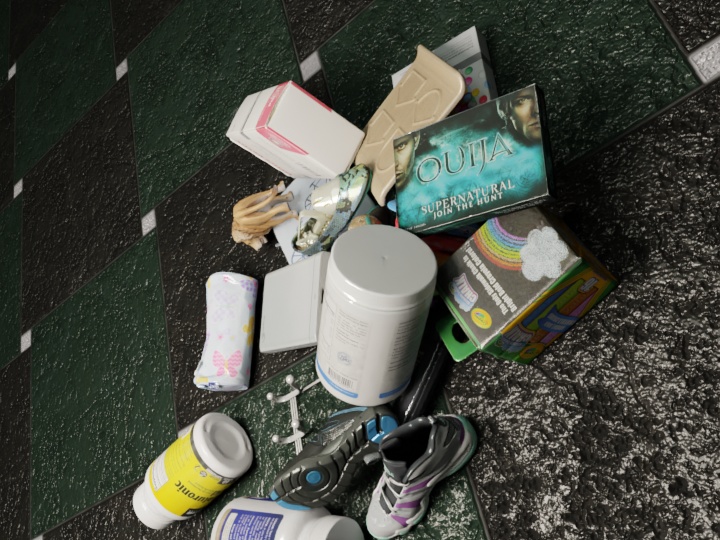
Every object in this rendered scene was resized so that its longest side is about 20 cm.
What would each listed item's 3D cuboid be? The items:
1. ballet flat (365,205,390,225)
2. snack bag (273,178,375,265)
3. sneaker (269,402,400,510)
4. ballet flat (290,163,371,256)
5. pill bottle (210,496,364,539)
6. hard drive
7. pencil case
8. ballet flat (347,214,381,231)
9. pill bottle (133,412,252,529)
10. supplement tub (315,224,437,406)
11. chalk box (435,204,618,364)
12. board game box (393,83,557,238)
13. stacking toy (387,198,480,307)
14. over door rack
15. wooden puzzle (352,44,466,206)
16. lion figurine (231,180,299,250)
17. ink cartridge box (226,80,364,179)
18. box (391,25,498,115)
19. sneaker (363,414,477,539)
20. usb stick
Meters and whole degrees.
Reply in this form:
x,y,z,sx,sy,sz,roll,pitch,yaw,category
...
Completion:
x,y,z,sx,sy,sz,roll,pitch,yaw,category
0.000,0.000,1.048,0.068,0.068,0.201,47,117,29,ballet flat
-0.072,-0.096,1.166,0.189,0.021,0.201,-45,49,18,snack bag
-0.034,0.239,0.928,0.199,0.073,0.082,-37,23,5,sneaker
-0.051,-0.083,1.025,0.200,0.074,0.075,-57,43,45,ballet flat
-0.098,0.376,0.957,0.199,0.119,0.121,-9,69,38,pill bottle
-0.102,0.054,1.085,0.200,0.027,0.133,-19,65,58,hard drive
-0.224,0.104,1.180,0.090,0.083,0.202,-1,72,16,pencil case
0.008,0.025,0.977,0.065,0.070,0.202,-116,21,-76,ballet flat
-0.274,0.328,1.127,0.200,0.111,0.112,-43,53,21,pill bottle
0.016,0.059,0.868,0.132,0.131,0.201,53,146,38,supplement tub
0.179,0.027,0.846,0.200,0.124,0.125,-45,52,20,chalk box
0.128,-0.123,0.830,0.199,0.028,0.136,-15,70,36,board game box
0.078,0.011,0.961,0.109,0.116,0.201,30,106,43,stacking toy
-0.056,0.216,1.013,0.199,0.066,0.149,-28,60,30,over door rack
0.068,-0.203,0.990,0.201,0.046,0.186,-55,28,18,wooden puzzle
-0.167,-0.092,1.129,0.122,0.200,0.073,-18,79,1,lion figurine
-0.107,-0.213,1.096,0.200,0.146,0.083,15,77,62,ink cartridge box
0.128,-0.235,1.034,0.155,0.041,0.202,-22,63,33,box
0.043,0.251,0.868,0.201,0.140,0.078,-55,49,10,sneaker
0.083,0.137,0.935,0.055,0.032,0.201,20,84,61,usb stick
